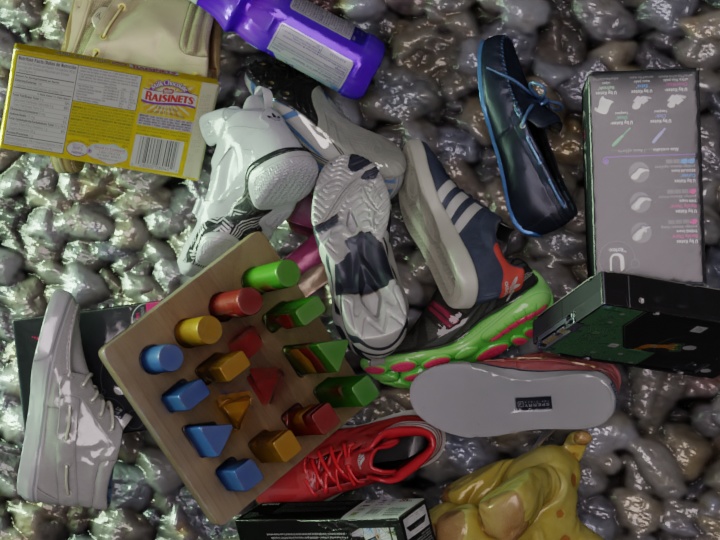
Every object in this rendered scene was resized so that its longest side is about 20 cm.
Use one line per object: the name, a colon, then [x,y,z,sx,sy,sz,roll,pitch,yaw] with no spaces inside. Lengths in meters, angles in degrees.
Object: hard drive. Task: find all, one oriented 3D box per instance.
hard drive: [0.276,0.051,1.650,0.198,0.140,0.038,8,66,-20]

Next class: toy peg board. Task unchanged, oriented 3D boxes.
toy peg board: [-0.098,0.096,1.649,0.199,0.098,0.201,-38,101,-25]

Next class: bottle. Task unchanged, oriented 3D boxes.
bottle: [-0.074,-0.238,1.744,0.199,0.084,0.066,28,103,-7]

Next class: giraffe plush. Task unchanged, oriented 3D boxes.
giraffe plush: [0.171,0.259,1.694,0.199,0.172,0.163,-32,95,-32]

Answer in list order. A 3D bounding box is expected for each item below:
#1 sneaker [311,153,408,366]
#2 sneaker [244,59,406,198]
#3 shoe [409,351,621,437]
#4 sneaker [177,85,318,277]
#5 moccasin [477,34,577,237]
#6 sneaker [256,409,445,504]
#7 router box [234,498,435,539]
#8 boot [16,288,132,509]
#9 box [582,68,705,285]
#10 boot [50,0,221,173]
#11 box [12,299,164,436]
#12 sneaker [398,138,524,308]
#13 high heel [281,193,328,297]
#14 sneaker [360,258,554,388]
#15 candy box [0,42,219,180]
sneaker: [0.000,0.000,1.705,0.079,0.130,0.200,-15,66,-9]
sneaker: [-0.042,-0.135,1.765,0.200,0.072,0.073,40,130,15]
shoe: [0.151,0.114,1.720,0.198,0.091,0.072,-1,101,14]
sneaker: [-0.124,-0.085,1.747,0.200,0.075,0.115,-44,58,36]
moccasin: [0.167,-0.134,1.732,0.068,0.080,0.202,-18,84,29]
sneaker: [-0.018,0.179,1.716,0.199,0.116,0.079,-22,85,4]
router box: [-0.014,0.292,1.680,0.199,0.051,0.150,-6,102,37]
boot: [-0.257,0.122,1.666,0.095,0.074,0.202,9,98,0]
box: [0.265,-0.081,1.693,0.105,0.122,0.202,-2,86,5]
boot: [-0.222,-0.184,1.781,0.154,0.073,0.202,12,85,5]
box: [-0.225,0.096,1.745,0.198,0.106,0.123,-8,86,5]
sneaker: [0.098,-0.047,1.724,0.084,0.075,0.201,-8,54,-18]
high heel: [-0.052,0.024,1.752,0.095,0.067,0.201,22,74,16]
sneaker: [0.092,0.053,1.745,0.199,0.077,0.084,-24,55,7]
candy box: [-0.244,-0.152,1.734,0.198,0.026,0.103,9,110,-14]
